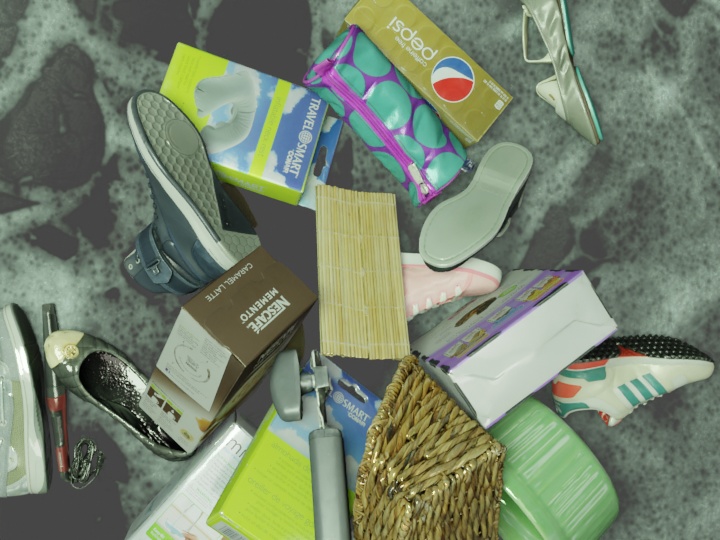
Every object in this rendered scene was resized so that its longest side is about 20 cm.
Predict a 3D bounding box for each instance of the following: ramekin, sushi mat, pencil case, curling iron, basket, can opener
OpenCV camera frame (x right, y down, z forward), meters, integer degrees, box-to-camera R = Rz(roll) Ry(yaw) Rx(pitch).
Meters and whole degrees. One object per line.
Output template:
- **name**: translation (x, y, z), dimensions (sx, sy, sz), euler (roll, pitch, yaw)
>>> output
- **ramekin**: translation (0.182, 0.224, 0.919), dimensions (0.097, 0.200, 0.201), euler (-38, 96, -14)
- **sushi mat**: translation (0.000, 0.000, 0.893), dimensions (0.095, 0.012, 0.202), euler (8, 60, -21)
- **pencil case**: translation (0.030, -0.164, 0.922), dimensions (0.085, 0.093, 0.200), euler (-33, 112, 31)
- **curling iron**: translation (-0.319, 0.135, 0.926), dimensions (0.049, 0.025, 0.202), euler (-13, 88, -30)
- **basket**: translation (0.043, 0.217, 0.842), dimensions (0.142, 0.149, 0.201), euler (-28, 138, -23)
- **can opener**: translation (-0.048, 0.172, 0.811), dimensions (0.066, 0.053, 0.202), euler (-6, 66, 1)

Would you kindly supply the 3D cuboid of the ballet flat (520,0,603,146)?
- **ballet flat**: translation (0.227, -0.236, 0.993), dimensions (0.063, 0.067, 0.202), euler (-15, 93, 19)

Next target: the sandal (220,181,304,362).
- **sandal**: translation (-0.132, 0.014, 0.942), dimensions (0.069, 0.077, 0.214), euler (-25, 86, 25)

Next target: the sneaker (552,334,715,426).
- **sneaker**: translation (0.316, 0.133, 1.009), dimensions (0.197, 0.070, 0.094), euler (-1, 109, -11)

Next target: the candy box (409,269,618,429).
- **candy box**: translation (0.149, 0.074, 0.906), dimensions (0.167, 0.200, 0.072), euler (-35, 96, -7)

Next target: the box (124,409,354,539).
- **box**: translation (-0.121, 0.285, 0.920), dimensions (0.200, 0.097, 0.177), euler (42, 84, -7)

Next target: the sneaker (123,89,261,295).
- **sneaker**: translation (-0.207, -0.068, 0.875), dimensions (0.077, 0.145, 0.204), euler (-39, 103, -50)

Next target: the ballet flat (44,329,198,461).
- **ballet flat**: translation (-0.251, 0.129, 0.914), dimensions (0.200, 0.057, 0.067), euler (40, 68, -9)

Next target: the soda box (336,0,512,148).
- **soda box**: translation (0.070, -0.230, 0.959), dimensions (0.200, 0.064, 0.068), euler (41, 84, -7)

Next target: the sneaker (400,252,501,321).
- **sneaker**: translation (0.055, 0.035, 0.947), dimensions (0.198, 0.075, 0.106), euler (5, 75, -1)

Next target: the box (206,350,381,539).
- **box**: translation (-0.053, 0.195, 0.856), dimensions (0.122, 0.048, 0.201), euler (38, 52, -10)

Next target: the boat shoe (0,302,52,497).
- **boat shoe**: translation (-0.366, 0.137, 0.894), dimensions (0.064, 0.074, 0.204), euler (-7, 98, -13)

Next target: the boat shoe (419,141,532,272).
- **boat shoe**: translation (0.130, -0.058, 0.935), dimensions (0.075, 0.061, 0.200), euler (31, 58, 23)

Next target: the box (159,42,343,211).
- **box**: translation (-0.122, -0.153, 0.927), dimensions (0.198, 0.048, 0.123), euler (18, 72, -8)

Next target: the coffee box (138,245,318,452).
- **coffee box**: translation (-0.135, 0.082, 0.845), dimensions (0.080, 0.200, 0.114), euler (42, 49, 5)
